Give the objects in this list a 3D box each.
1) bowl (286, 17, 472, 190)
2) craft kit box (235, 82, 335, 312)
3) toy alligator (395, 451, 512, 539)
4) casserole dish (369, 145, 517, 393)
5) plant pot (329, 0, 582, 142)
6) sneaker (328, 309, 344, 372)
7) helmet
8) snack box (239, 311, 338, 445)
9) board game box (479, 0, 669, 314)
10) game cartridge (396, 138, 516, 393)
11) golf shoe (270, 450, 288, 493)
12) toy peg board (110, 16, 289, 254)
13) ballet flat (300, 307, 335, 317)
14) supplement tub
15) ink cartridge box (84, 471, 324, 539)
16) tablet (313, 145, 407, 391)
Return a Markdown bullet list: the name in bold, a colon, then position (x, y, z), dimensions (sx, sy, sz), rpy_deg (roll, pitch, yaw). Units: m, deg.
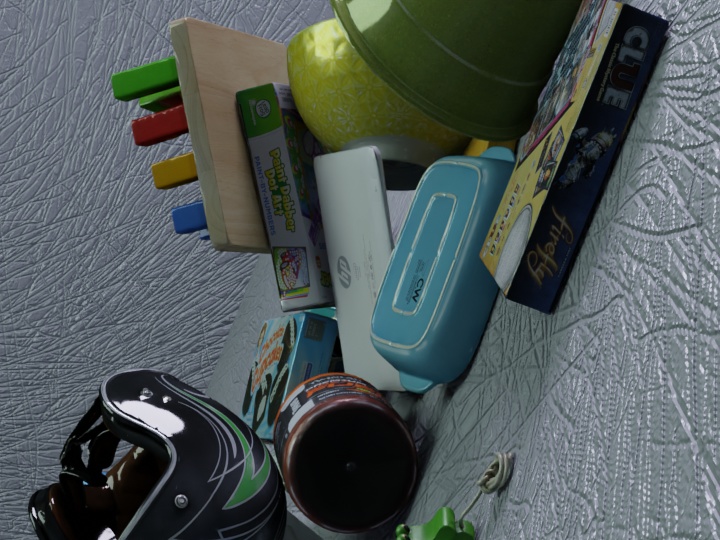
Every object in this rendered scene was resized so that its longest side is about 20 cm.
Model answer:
- **bowl**: position (0.030, -0.132, 1.648), dimensions (0.200, 0.198, 0.109), rpy_deg (132, 144, -70)
- **craft kit box**: position (-0.034, -0.066, 1.745), dimensions (0.200, 0.048, 0.200), rpy_deg (-6, -95, -67)
- **toy alligator**: position (0.034, 0.191, 1.228), dimensions (0.059, 0.054, 0.201), rpy_deg (-88, 20, -66)
- **casserole dish**: position (0.062, -0.007, 1.460), dimensions (0.121, 0.039, 0.202), rpy_deg (12, 81, 60)
- **plant pot**: position (0.109, -0.234, 1.438), dimensions (0.190, 0.199, 0.201), rpy_deg (-48, 18, 33)
- **sneaker**: position (-0.016, 0.078, 1.825), dimensions (0.200, 0.072, 0.073), rpy_deg (123, 164, -64)
- **helmet**: position (-0.152, 0.193, 1.519), dimensions (0.199, 0.191, 0.201), rpy_deg (-30, -32, -21)
- **snack box**: position (-0.070, 0.102, 1.772), dimensions (0.200, 0.037, 0.117), rpy_deg (162, 122, -75)
- **board game box**: position (0.139, -0.083, 1.276), dimensions (0.136, 0.034, 0.202), rpy_deg (-107, 38, -78)
- **game cartridge**: position (0.072, -0.017, 1.595), dimensions (0.200, 0.032, 0.178), rpy_deg (119, 168, -55)
- **golf shoe**: position (-0.037, 0.177, 1.791), dimensions (0.098, 0.078, 0.200), rpy_deg (-54, 10, -12)
- **toy peg board**: position (-0.131, -0.106, 1.719), dimensions (0.200, 0.097, 0.202), rpy_deg (2, -105, -66)
- **ballet flat**: position (-0.020, 0.034, 2.049), dimensions (0.074, 0.074, 0.202), rpy_deg (-107, 39, -78)
- **supplement tub**: position (-0.017, 0.140, 1.533), dimensions (0.200, 0.106, 0.108), rpy_deg (-145, 76, -82)
- **ink cartridge box**: position (-0.151, 0.248, 1.712), dimensions (0.198, 0.146, 0.085), rpy_deg (1, 62, 34)
- **tablet**: position (0.000, 0.000, 1.606), dimensions (0.130, 0.014, 0.202), rpy_deg (177, 84, -66)
